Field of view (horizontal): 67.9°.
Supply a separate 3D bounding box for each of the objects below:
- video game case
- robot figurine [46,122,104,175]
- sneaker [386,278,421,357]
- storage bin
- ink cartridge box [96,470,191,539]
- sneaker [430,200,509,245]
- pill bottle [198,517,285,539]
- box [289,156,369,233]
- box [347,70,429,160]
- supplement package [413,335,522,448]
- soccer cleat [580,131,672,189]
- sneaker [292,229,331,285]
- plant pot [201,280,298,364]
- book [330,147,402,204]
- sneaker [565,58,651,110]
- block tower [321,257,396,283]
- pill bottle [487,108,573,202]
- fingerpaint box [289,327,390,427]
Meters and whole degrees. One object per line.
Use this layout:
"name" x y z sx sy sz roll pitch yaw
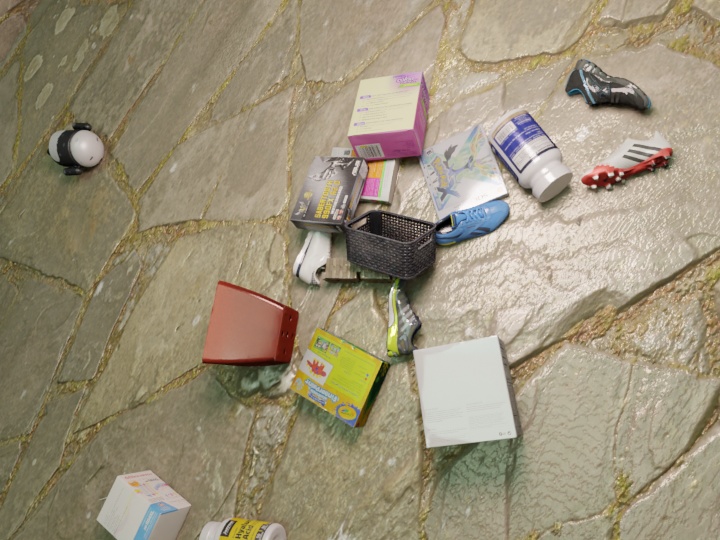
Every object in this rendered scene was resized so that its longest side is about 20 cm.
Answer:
"video game case" 0.252 -0.244 1.340 0.179 0.022 0.204 -22 70 16
"robot figurine" -0.971 -0.414 1.823 0.196 0.125 0.153 5 121 23
"sneaker" 0.109 0.109 1.295 0.079 0.074 0.205 1 84 12
"storage bin" 0.071 -0.066 1.281 0.197 0.134 0.096 17 124 35
"ink cartridge box" -0.577 0.629 1.407 0.197 0.128 0.127 26 87 24
"sneaker" 0.260 -0.119 1.278 0.197 0.078 0.067 -21 68 15
"pill bottle" -0.287 0.663 1.292 0.196 0.111 0.114 -4 76 21
"box" -0.078 -0.200 1.384 0.155 0.048 0.203 8 67 27
"box" 0.076 -0.396 1.378 0.172 0.097 0.204 -1 60 21
"supplement package" 0.232 0.264 1.157 0.187 0.147 0.204 -13 73 19
"soccer cleat" 0.583 -0.245 1.187 0.196 0.069 0.087 -18 62 14
"sneaker" -0.107 -0.062 1.423 0.079 0.076 0.203 23 90 12
"plant pot" -0.266 0.152 1.370 0.172 0.200 0.204 7 80 12
"book" 0.002 -0.255 1.433 0.196 0.048 0.137 10 84 25
"sneaker" 0.570 -0.409 1.235 0.200 0.073 0.083 42 111 30
"block tower" 0.000 0.000 1.366 0.196 0.054 0.059 -2 76 21
"pill bottle" 0.392 -0.265 1.238 0.115 0.116 0.202 -34 68 11
"fingerpaint box" -0.050 0.260 1.313 0.197 0.073 0.170 23 86 25
